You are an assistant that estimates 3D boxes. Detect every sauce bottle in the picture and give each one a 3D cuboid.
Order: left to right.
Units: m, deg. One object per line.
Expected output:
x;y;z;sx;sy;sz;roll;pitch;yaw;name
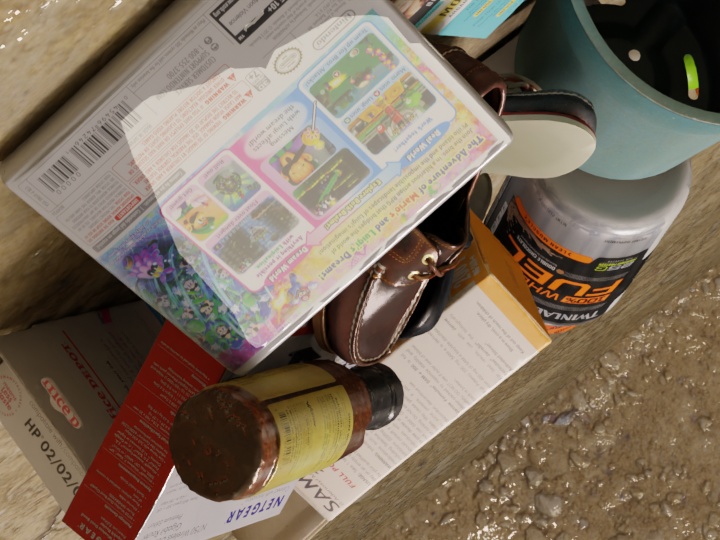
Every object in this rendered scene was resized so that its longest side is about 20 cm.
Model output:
-0.033;0.085;1.095;0.066;0.066;0.200;-44;164;23;sauce bottle

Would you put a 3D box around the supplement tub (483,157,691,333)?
0.159;-0.038;1.427;0.122;0.123;0.200;-32;163;-24;supplement tub

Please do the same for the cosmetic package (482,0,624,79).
0.095;-0.116;1.382;0.199;0.051;0.083;-37;165;-7;cosmetic package

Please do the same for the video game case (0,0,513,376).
-0.050;-0.060;0.977;0.200;0.024;0.182;-41;124;11;video game case

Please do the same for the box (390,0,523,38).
0.045;-0.173;1.046;0.082;0.049;0.200;-44;167;22;box

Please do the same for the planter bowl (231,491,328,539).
-0.055;0.152;1.679;0.200;0.135;0.200;-43;175;-5;planter bowl

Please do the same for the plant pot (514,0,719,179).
0.196;-0.157;1.240;0.200;0.201;0.196;-34;174;-18;plant pot

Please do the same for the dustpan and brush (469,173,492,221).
0.053;-0.011;1.487;0.139;0.057;0.200;-43;-177;11;dustpan and brush

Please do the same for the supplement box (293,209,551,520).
0.024;0.060;1.320;0.200;0.074;0.126;-40;-157;11;supplement box

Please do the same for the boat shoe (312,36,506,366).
0.028;-0.030;1.085;0.070;0.070;0.201;-21;132;-51;boat shoe

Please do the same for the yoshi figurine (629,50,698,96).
0.212;-0.137;1.518;0.199;0.112;0.112;-19;164;-49;yoshi figurine

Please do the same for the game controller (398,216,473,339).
0.000;0.000;1.296;0.199;0.042;0.105;-7;-127;55;game controller

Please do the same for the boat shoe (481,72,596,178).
0.086;-0.097;1.246;0.200;0.071;0.063;-7;-126;58;boat shoe

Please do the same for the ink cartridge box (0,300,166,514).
-0.162;0.091;1.238;0.068;0.115;0.200;-45;165;25;ink cartridge box

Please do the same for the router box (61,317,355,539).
-0.072;0.078;1.164;0.180;0.049;0.200;-61;159;16;router box
